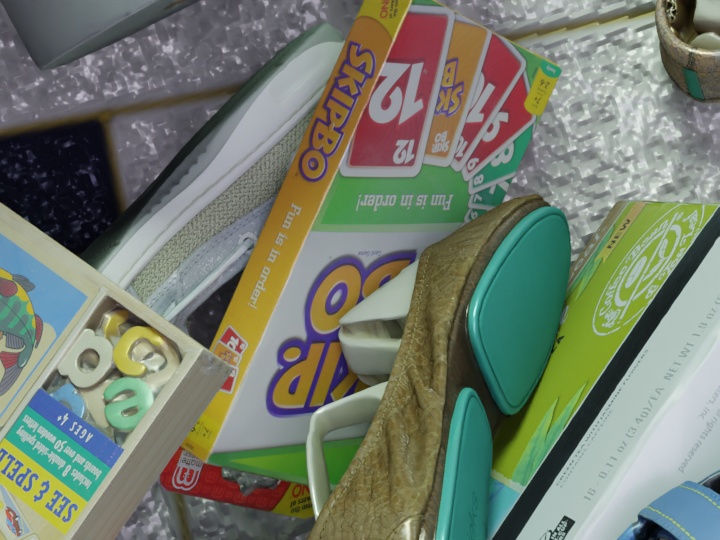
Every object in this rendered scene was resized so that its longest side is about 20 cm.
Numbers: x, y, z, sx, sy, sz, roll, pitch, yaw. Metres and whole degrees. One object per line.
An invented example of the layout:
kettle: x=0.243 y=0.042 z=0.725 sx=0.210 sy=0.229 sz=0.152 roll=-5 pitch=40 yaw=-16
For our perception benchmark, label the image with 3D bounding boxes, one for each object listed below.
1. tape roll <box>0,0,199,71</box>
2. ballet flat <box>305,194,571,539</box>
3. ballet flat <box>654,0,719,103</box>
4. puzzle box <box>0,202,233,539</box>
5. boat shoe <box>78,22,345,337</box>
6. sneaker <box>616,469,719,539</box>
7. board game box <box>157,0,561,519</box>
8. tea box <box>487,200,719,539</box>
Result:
tape roll: x=-0.035 y=-0.141 z=0.738 sx=0.200 sy=0.200 sz=0.066 roll=-29 pitch=96 yaw=-8
ballet flat: x=0.020 y=0.045 z=0.755 sx=0.072 sy=0.200 sz=0.068 roll=-3 pitch=133 yaw=23
ballet flat: x=0.155 y=-0.164 z=0.829 sx=0.068 sy=0.067 sz=0.201 roll=10 pitch=89 yaw=23
puzzle box: x=-0.156 y=0.035 z=0.754 sx=0.200 sy=0.025 sz=0.133 roll=32 pitch=86 yaw=29
boat shoe: x=-0.060 y=-0.002 z=0.804 sx=0.065 sy=0.074 sz=0.202 roll=43 pitch=76 yaw=-10
sneaker: x=0.123 y=0.084 z=0.637 sx=0.082 sy=0.074 sz=0.201 roll=27 pitch=86 yaw=-8
board game box: x=0.000 y=0.000 z=0.801 sx=0.095 sy=0.030 sz=0.201 roll=19 pitch=99 yaw=-49
tea box: x=0.115 y=0.093 z=0.772 sx=0.133 sy=0.197 sz=0.200 roll=36 pitch=85 yaw=-10
